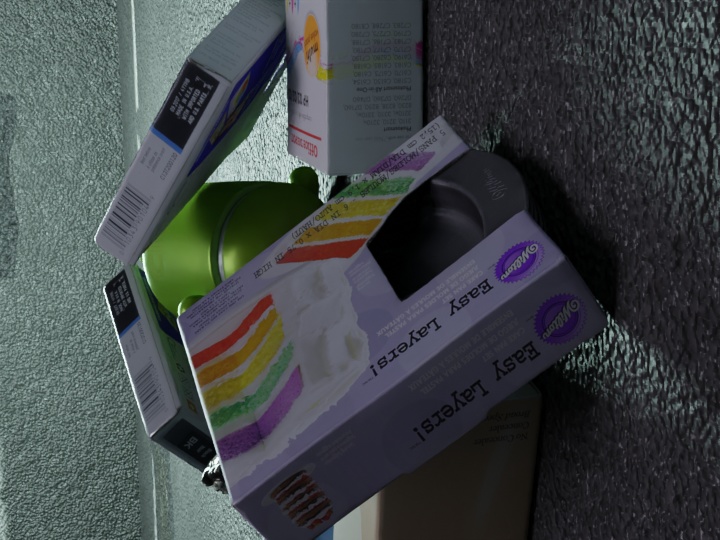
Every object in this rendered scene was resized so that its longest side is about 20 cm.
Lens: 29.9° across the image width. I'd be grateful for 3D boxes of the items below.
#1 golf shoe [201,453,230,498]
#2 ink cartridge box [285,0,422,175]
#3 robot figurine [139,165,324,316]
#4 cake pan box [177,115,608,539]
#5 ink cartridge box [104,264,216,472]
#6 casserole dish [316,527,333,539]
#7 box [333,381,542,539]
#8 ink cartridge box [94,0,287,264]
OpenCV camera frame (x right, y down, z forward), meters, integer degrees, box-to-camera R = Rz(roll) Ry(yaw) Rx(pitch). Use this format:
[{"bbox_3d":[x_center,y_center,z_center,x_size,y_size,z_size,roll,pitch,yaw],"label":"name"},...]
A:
[{"bbox_3d":[-0.029,0.109,0.933,0.199,0.077,0.089,-26,43,36],"label":"golf shoe"},{"bbox_3d":[-0.006,-0.129,0.889,0.115,0.067,0.203,-144,51,-71],"label":"ink cartridge box"},{"bbox_3d":[-0.096,-0.014,1.088,0.199,0.176,0.116,2,133,46],"label":"robot figurine"},{"bbox_3d":[0.009,0.023,0.682,0.052,0.199,0.185,51,-174,-32],"label":"cake pan box"},{"bbox_3d":[-0.126,0.111,1.165,0.200,0.043,0.199,41,-168,-40],"label":"ink cartridge box"},{"bbox_3d":[0.001,0.217,0.917,0.200,0.039,0.122,-24,88,62],"label":"casserole dish"},{"bbox_3d":[0.037,0.145,0.748,0.078,0.094,0.202,-129,36,-61],"label":"box"},{"bbox_3d":[-0.104,-0.126,1.003,0.199,0.043,0.200,-54,1,41],"label":"ink cartridge box"}]
